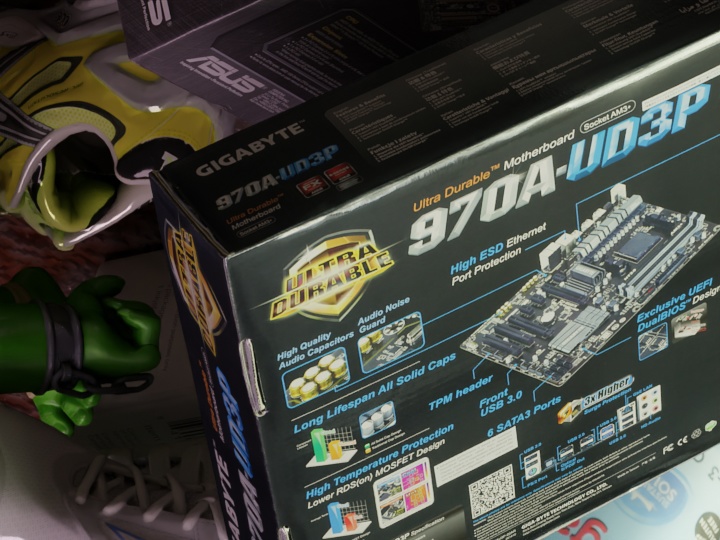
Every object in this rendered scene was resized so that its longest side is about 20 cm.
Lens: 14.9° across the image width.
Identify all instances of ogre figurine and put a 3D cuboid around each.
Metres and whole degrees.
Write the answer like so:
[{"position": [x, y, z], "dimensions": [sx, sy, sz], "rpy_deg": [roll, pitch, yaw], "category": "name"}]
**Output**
[{"position": [-0.176, 0.016, 1.000], "dimensions": [0.119, 0.200, 0.099], "rpy_deg": [-2, 119, -43], "category": "ogre figurine"}]

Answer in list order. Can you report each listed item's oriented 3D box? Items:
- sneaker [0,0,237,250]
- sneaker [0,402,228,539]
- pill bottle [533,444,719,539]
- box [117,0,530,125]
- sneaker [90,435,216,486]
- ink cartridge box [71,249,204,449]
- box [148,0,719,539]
[{"position": [-0.115, -0.048, 0.956], "dimensions": [0.075, 0.077, 0.200], "rpy_deg": [34, 150, -29], "category": "sneaker"}, {"position": [-0.058, 0.092, 0.924], "dimensions": [0.200, 0.075, 0.087], "rpy_deg": [38, 115, -9], "category": "sneaker"}, {"position": [0.053, 0.101, 0.871], "dimensions": [0.108, 0.200, 0.109], "rpy_deg": [30, 150, 19], "category": "pill bottle"}, {"position": [0.044, -0.082, 0.832], "dimensions": [0.158, 0.049, 0.200], "rpy_deg": [-23, 155, 25], "category": "box"}, {"position": [-0.083, 0.098, 1.006], "dimensions": [0.081, 0.077, 0.199], "rpy_deg": [30, 140, -35], "category": "sneaker"}, {"position": [0.007, 0.051, 1.057], "dimensions": [0.199, 0.085, 0.146], "rpy_deg": [-10, 137, 28], "category": "ink cartridge box"}, {"position": [0.049, 0.003, 0.774], "dimensions": [0.199, 0.046, 0.160], "rpy_deg": [-26, 135, -17], "category": "box"}]
